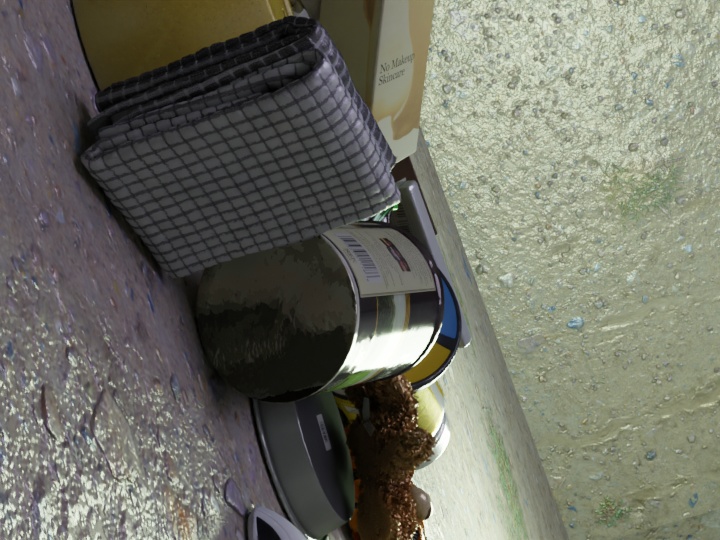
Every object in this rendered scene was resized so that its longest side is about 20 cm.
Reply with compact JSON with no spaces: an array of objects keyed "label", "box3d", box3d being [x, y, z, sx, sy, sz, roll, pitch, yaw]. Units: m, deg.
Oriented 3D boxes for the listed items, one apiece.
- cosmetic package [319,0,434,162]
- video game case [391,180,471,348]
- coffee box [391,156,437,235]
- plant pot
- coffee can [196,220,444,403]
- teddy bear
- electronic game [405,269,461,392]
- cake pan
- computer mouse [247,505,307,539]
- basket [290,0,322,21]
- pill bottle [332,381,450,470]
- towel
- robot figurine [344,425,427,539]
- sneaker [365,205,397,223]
[{"label":"cosmetic package","box3d":[0.012,-0.200,1.339,0.105,0.071,0.202,-34,138,-49]},{"label":"video game case","box3d":[0.018,0.000,1.582,0.023,0.181,0.201,-44,121,-45]},{"label":"coffee box","box3d":[0.000,-0.090,1.668,0.200,0.079,0.115,29,-36,63]},{"label":"plant pot","box3d":[-0.131,-0.197,1.160,0.200,0.141,0.202,-17,90,-80]},{"label":"coffee can","box3d":[-0.030,0.030,1.202,0.200,0.145,0.148,-3,75,-66]},{"label":"teddy bear","box3d":[0.030,0.162,1.328,0.145,0.066,0.201,-52,-137,46]},{"label":"electronic game","box3d":[0.011,0.041,1.459,0.042,0.198,0.202,118,-33,-53]},{"label":"cake pan","box3d":[-0.050,0.154,1.309,0.200,0.036,0.202,-17,90,-80]},{"label":"computer mouse","box3d":[-0.048,0.274,1.090,0.110,0.043,0.202,52,23,-62]},{"label":"basket","box3d":[-0.113,-0.297,1.387,0.198,0.159,0.202,56,20,-59]},{"label":"pill bottle","box3d":[0.030,0.135,1.568,0.201,0.113,0.115,62,14,-48]},{"label":"towel","box3d":[-0.088,-0.089,1.046,0.166,0.198,0.086,57,18,-50]},{"label":"robot figurine","box3d":[0.026,0.261,1.484,0.146,0.058,0.201,-96,164,-47]},{"label":"sneaker","box3d":[0.000,0.000,1.368,0.085,0.078,0.202,19,71,-31]}]
